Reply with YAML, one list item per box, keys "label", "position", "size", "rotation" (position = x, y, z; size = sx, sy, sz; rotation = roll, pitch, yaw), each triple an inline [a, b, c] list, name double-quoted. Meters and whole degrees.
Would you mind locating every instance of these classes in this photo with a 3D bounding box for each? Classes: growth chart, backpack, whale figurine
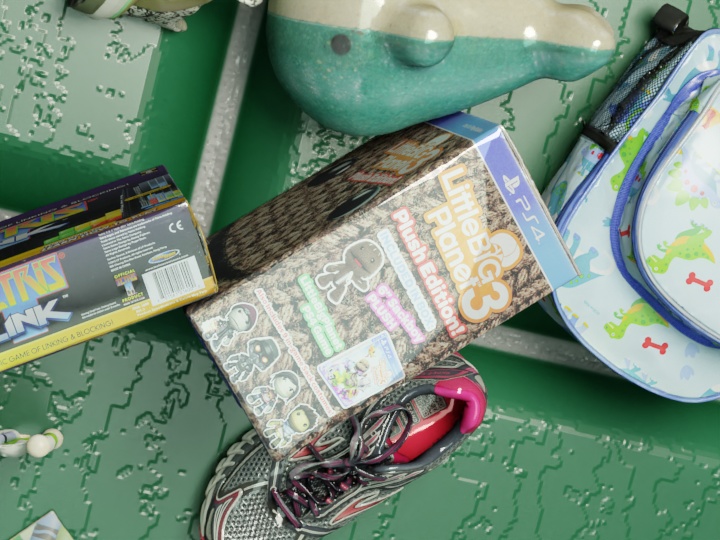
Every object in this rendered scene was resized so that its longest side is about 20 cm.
- label: "growth chart"
  position: [-0.264, 0.084, 1.007]
  size: [0.198, 0.145, 0.018]
  rotation: [11, 85, -11]
- label: "backpack"
  position: [0.203, -0.025, 1.079]
  size: [0.183, 0.147, 0.200]
  rotation: [38, 94, -13]
- label: "whale figurine"
  position: [0.044, -0.123, 1.026]
  size: [0.198, 0.159, 0.105]
  rotation: [9, 104, 4]

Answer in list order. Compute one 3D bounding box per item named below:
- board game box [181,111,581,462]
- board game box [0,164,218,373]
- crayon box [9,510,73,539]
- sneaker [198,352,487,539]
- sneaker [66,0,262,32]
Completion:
- label: "board game box"
  position: [0.000, 0.000, 1.035]
  size: [0.199, 0.159, 0.097]
  rotation: [-31, 104, -5]
- label: "board game box"
  position: [-0.186, 0.007, 0.994]
  size: [0.199, 0.165, 0.057]
  rotation: [-20, 104, -7]
- label: "crayon box"
  position: [-0.182, 0.267, 1.100]
  size: [0.125, 0.052, 0.201]
  rotation: [-34, 104, -4]
- label: "sneaker"
  position: [-0.013, 0.114, 1.096]
  size: [0.199, 0.075, 0.081]
  rotation: [-37, 105, -3]
- label: "sneaker"
  position: [-0.079, -0.183, 0.991]
  size: [0.088, 0.199, 0.078]
  rotation: [23, 66, -33]
